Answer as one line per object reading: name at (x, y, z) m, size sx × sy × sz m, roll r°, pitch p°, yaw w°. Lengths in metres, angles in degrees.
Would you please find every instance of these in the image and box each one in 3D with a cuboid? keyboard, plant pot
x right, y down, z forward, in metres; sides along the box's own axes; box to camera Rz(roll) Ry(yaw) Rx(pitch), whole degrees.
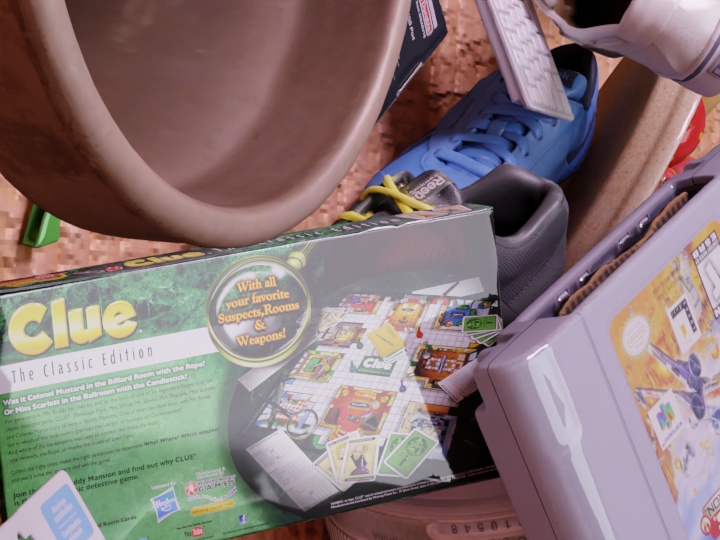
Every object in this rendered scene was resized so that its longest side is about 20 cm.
keyboard at (0.050, -0.160, 0.992) m, size 0.056 × 0.011 × 0.200 m, roll 1°, pitch 68°, yaw -59°
plant pot at (-0.102, -0.107, 0.617) m, size 0.200 × 0.174 × 0.201 m, roll -7°, pitch 98°, yaw -62°

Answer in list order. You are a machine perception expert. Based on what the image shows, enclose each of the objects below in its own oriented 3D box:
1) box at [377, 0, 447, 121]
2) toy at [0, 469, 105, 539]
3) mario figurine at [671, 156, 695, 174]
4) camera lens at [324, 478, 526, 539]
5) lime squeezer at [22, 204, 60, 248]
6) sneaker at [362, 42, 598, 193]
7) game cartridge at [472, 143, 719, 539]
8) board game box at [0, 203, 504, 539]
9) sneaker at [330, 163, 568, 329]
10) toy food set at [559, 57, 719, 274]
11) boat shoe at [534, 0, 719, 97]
box at (-0.035, -0.141, 0.878) m, size 0.159 × 0.046 × 0.200 m, roll -54°, pitch 138°, yaw -46°
toy at (-0.043, 0.154, 0.680) m, size 0.200 × 0.047 × 0.115 m, roll 62°, pitch 13°, yaw -5°
mario figurine at (0.135, 0.031, 1.184) m, size 0.106 × 0.123 × 0.200 m, roll 22°, pitch 82°, yaw -33°
camera lens at (0.070, 0.126, 0.974) m, size 0.160 × 0.160 × 0.200 m, roll -47°, pitch 132°, yaw -51°
lime squeezer at (-0.101, -0.114, 0.780) m, size 0.071 × 0.038 × 0.200 m, roll -13°, pitch 107°, yaw -29°
sneaker at (0.057, -0.055, 1.008) m, size 0.079 × 0.066 × 0.200 m, roll -62°, pitch 169°, yaw 30°
game cartridge at (0.124, 0.048, 0.883) m, size 0.200 × 0.041 × 0.133 m, roll -39°, pitch 108°, yaw -44°
board game box at (-0.038, 0.041, 0.798) m, size 0.200 × 0.023 × 0.105 m, roll -9°, pitch 104°, yaw -27°
sneaker at (0.000, 0.000, 0.869) m, size 0.200 × 0.074 × 0.085 m, roll -10°, pitch 124°, yaw -39°
toy food set at (0.126, -0.039, 1.085) m, size 0.198 × 0.049 × 0.200 m, roll -55°, pitch -172°, yaw 42°
boat shoe at (0.111, -0.129, 0.997) m, size 0.071 × 0.070 × 0.200 m, roll -63°, pitch -161°, yaw 12°
